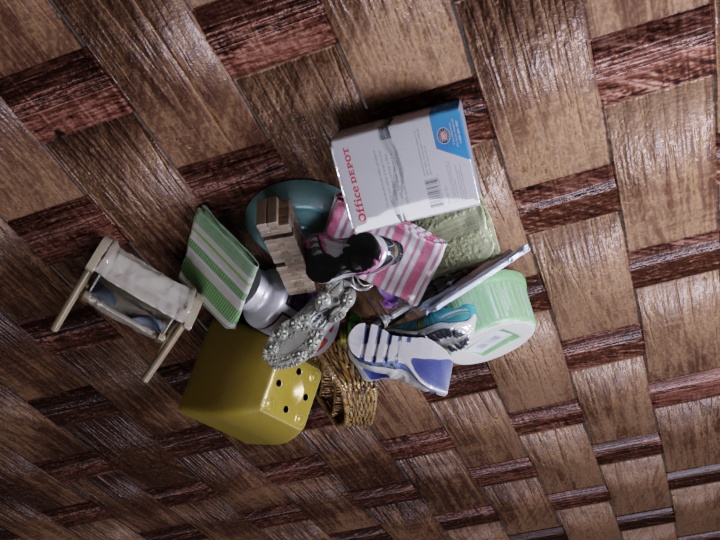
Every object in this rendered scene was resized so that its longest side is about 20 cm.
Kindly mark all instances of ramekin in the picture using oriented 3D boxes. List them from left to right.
[{"bbox_3d":[0.228,0.093,1.652,0.196,0.099,0.201,-15,153,-7],"label":"ramekin"}]

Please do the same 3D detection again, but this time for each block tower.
[{"bbox_3d":[-0.119,-0.035,1.486,0.053,0.059,0.201,-9,143,9],"label":"block tower"}]

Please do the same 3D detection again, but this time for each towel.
[{"bbox_3d":[-0.246,0.001,1.536,0.023,0.152,0.201,-34,162,-39],"label":"towel"},{"bbox_3d":[0.030,-0.032,1.460,0.197,0.030,0.148,27,132,5],"label":"towel"},{"bbox_3d":[0.127,-0.064,1.456,0.197,0.151,0.036,-19,-175,38],"label":"towel"}]

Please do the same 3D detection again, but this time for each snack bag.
[{"bbox_3d":[0.181,0.016,1.477,0.186,0.022,0.200,-32,177,-3],"label":"snack bag"}]

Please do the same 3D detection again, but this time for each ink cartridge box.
[{"bbox_3d":[0.069,-0.155,1.330,0.195,0.084,0.148,-12,108,12],"label":"ink cartridge box"}]

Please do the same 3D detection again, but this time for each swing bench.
[{"bbox_3d":[-0.395,0.056,1.549,0.197,0.131,0.200,33,129,-14],"label":"swing bench"}]

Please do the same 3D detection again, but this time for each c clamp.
[{"bbox_3d":[0.084,0.062,1.587,0.198,0.027,0.171,-32,174,-16],"label":"c clamp"}]

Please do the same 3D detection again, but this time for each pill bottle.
[{"bbox_3d":[-0.137,0.072,1.633,0.111,0.114,0.199,-29,135,30],"label":"pill bottle"}]

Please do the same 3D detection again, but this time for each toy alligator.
[{"bbox_3d":[-0.009,0.115,1.687,0.058,0.200,0.056,0,98,-3],"label":"toy alligator"}]

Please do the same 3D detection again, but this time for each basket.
[{"bbox_3d":[-0.043,0.238,1.815,0.145,0.146,0.201,2,149,-5],"label":"basket"}]

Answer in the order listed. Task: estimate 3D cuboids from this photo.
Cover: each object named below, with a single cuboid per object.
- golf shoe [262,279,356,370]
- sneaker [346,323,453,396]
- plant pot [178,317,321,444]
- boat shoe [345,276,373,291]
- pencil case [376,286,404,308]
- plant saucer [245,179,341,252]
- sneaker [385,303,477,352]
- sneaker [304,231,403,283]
[{"bbox_3d":[-0.086,0.095,1.559,0.199,0.097,0.079,-41,92,0],"label":"golf shoe"},{"bbox_3d":[0.059,0.157,1.560,0.196,0.082,0.115,22,158,-7],"label":"sneaker"},{"bbox_3d":[-0.188,0.219,1.691,0.198,0.199,0.193,1,155,47],"label":"plant pot"},{"bbox_3d":[0.000,0.000,1.576,0.069,0.071,0.200,10,148,-19],"label":"boat shoe"},{"bbox_3d":[0.108,-0.016,1.560,0.083,0.087,0.199,21,137,-30],"label":"pencil case"},{"bbox_3d":[-0.099,-0.072,1.515,0.195,0.037,0.202,-2,142,-2],"label":"plant saucer"},{"bbox_3d":[0.128,0.105,1.580,0.198,0.080,0.078,-12,129,44],"label":"sneaker"},{"bbox_3d":[-0.010,-0.018,1.423,0.085,0.082,0.198,3,180,-41],"label":"sneaker"}]
